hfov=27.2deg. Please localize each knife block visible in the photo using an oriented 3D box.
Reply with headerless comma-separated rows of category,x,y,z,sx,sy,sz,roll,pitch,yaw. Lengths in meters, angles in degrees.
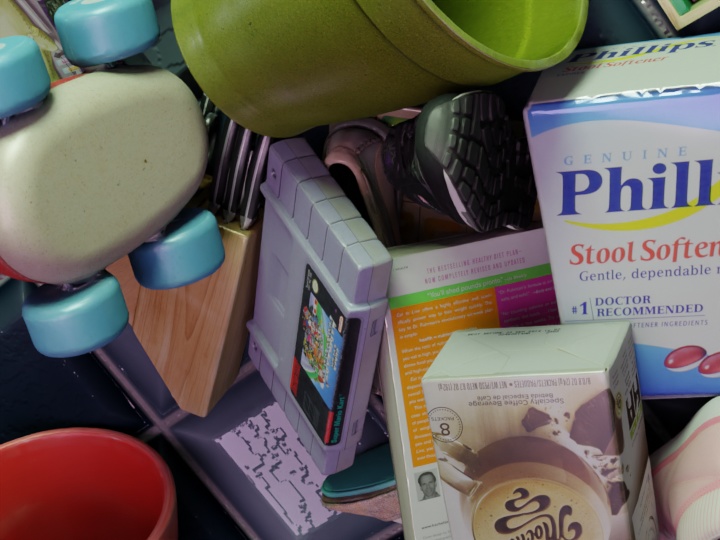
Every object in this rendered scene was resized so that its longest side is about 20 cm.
knife block,-0.092,-0.016,1.032,0.175,0.064,0.200,-22,104,28

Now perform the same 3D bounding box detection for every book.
book,0.082,0.077,0.966,0.133,0.048,0.201,-10,99,-12

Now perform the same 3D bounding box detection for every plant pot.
plant pot,-0.003,-0.171,0.870,0.193,0.200,0.201,-25,104,40
plant pot,-0.226,0.250,1.144,0.200,0.201,0.178,5,127,17

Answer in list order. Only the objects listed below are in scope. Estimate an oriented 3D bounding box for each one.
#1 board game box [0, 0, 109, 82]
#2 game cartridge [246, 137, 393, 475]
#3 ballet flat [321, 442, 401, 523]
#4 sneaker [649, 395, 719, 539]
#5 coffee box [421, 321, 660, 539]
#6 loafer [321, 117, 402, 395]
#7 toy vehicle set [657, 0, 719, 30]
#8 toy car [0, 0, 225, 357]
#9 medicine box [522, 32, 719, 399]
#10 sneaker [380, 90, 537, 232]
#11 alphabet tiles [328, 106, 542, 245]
board game box,-0.247,-0.171,1.002,0.120,0.032,0.200,-7,123,42
game cartridge,-0.032,0.029,0.982,0.038,0.130,0.200,-12,137,-22
ballet flat,0.062,0.146,1.055,0.200,0.068,0.067,-27,107,29
sneaker,0.220,0.163,0.940,0.075,0.105,0.200,7,151,-1
coffee box,0.116,0.139,0.897,0.113,0.080,0.201,-5,108,22
loafer,0.000,0.000,1.000,0.072,0.063,0.201,0,114,18
toy vehicle set,0.181,-0.253,0.845,0.124,0.027,0.200,-31,101,29
toy car,-0.216,-0.065,0.944,0.200,0.177,0.185,4,119,40
medicine box,0.208,-0.034,0.891,0.182,0.103,0.201,-4,117,21
sneaker,0.046,-0.061,0.884,0.087,0.200,0.076,9,85,17
alphabet tiles,0.055,-0.013,1.015,0.167,0.008,0.201,9,116,15
